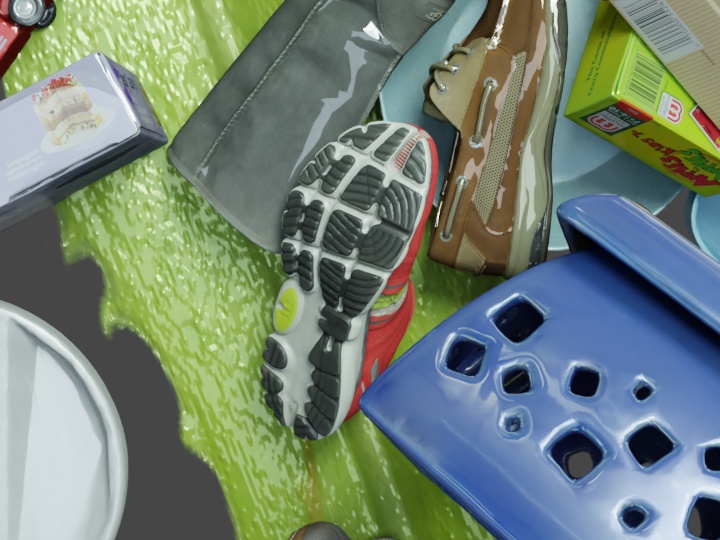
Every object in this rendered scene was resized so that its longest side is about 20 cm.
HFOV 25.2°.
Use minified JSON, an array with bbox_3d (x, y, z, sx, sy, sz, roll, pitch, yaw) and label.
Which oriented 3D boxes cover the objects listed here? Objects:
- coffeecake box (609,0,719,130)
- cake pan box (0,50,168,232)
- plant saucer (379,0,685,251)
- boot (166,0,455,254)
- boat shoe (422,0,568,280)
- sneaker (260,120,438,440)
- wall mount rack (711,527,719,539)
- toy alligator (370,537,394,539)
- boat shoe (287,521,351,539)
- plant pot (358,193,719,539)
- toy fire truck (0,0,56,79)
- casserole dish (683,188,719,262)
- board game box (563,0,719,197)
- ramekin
[{"bbox_3d":[0.243,-0.165,0.843,0.154,0.073,0.200,46,64,-12],"label":"coffeecake box"},{"bbox_3d":[-0.203,-0.045,0.855,0.200,0.184,0.052,-28,92,1],"label":"cake pan box"},{"bbox_3d":[0.109,-0.112,0.936,0.201,0.039,0.201,0,95,-2],"label":"plant saucer"},{"bbox_3d":[-0.043,-0.138,0.911,0.200,0.073,0.182,-53,58,25],"label":"boot"},{"bbox_3d":[0.071,-0.093,0.880,0.074,0.076,0.200,4,95,0],"label":"boat shoe"},{"bbox_3d":[0.000,0.000,0.905,0.077,0.085,0.200,33,121,23],"label":"sneaker"},{"bbox_3d":[0.192,0.231,0.960,0.174,0.075,0.200,5,95,-7],"label":"wall mount rack"},{"bbox_3d":[0.054,0.252,0.955,0.059,0.054,0.200,-31,93,15],"label":"toy alligator"},{"bbox_3d":[-0.026,0.247,0.946,0.072,0.076,0.200,-5,97,23],"label":"boat shoe"},{"bbox_3d":[0.144,0.087,0.857,0.200,0.200,0.180,38,85,23],"label":"plant pot"},{"bbox_3d":[-0.230,-0.189,0.907,0.141,0.049,0.200,36,94,-5],"label":"toy fire truck"},{"bbox_3d":[0.265,-0.061,0.935,0.121,0.039,0.200,41,86,-19],"label":"casserole dish"},{"bbox_3d":[0.190,-0.153,0.883,0.102,0.048,0.200,27,70,-21],"label":"board game box"},{"bbox_3d":[-0.229,0.106,0.913,0.202,0.094,0.203,0,95,-2],"label":"ramekin"}]
